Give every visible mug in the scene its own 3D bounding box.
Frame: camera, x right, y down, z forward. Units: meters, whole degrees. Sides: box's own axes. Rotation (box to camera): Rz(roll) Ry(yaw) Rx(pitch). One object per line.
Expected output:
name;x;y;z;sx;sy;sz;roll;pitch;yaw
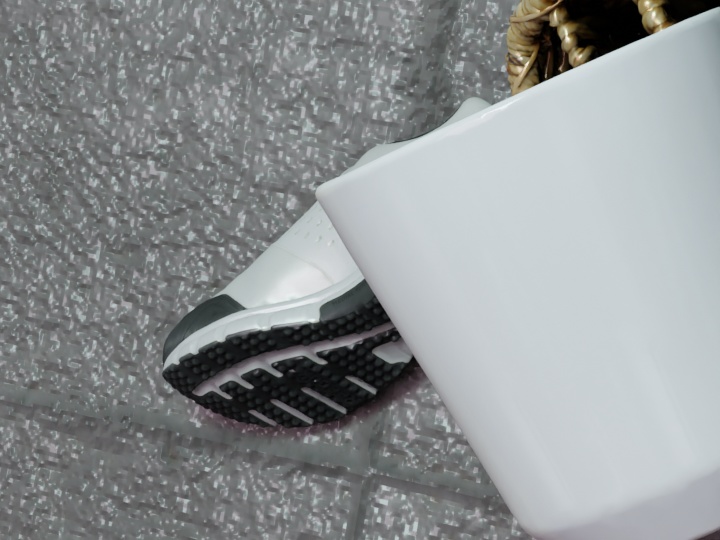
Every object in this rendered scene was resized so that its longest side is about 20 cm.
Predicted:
mug;0.090;0.008;0.972;0.149;0.186;0.154;-24;90;27

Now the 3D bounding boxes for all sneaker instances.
sneaker;0.000;0.000;1.179;0.199;0.074;0.080;-27;46;31

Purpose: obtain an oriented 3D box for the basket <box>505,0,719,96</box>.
basket;0.126;-0.032;1.053;0.142;0.149;0.201;-30;75;25
